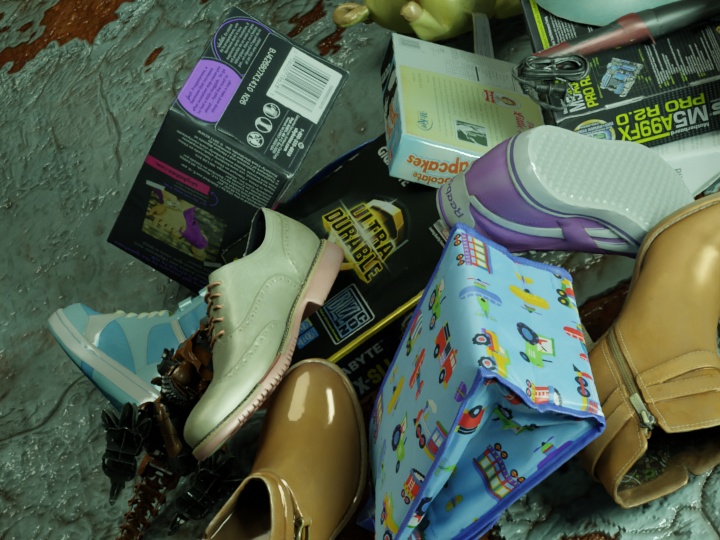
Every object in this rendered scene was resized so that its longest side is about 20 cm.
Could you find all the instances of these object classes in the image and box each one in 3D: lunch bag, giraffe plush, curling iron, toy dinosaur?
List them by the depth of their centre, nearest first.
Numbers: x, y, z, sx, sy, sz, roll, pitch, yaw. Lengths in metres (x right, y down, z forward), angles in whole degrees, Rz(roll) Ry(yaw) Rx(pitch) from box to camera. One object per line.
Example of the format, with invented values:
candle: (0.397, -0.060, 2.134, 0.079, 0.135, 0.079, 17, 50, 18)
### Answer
lunch bag: (0.052, 0.099, 1.335, 0.200, 0.094, 0.151, -54, 24, 30)
curling iron: (0.197, -0.160, 1.472, 0.200, 0.026, 0.050, -23, 58, -14)
toy dinosaur: (-0.120, 0.115, 1.476, 0.102, 0.200, 0.136, 6, 19, 3)
giraffe plush: (0.065, -0.254, 1.775, 0.162, 0.172, 0.200, 6, 85, 58)

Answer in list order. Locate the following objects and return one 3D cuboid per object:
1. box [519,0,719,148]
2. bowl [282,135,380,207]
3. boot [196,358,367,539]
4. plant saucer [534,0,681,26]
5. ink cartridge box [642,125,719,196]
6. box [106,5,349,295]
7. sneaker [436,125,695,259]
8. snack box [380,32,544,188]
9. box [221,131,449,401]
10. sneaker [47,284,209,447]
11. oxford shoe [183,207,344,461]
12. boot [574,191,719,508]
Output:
box: (0.205, -0.163, 1.527, 0.160, 0.044, 0.200, -15, 37, 5)
bowl: (0.014, -0.027, 1.605, 0.200, 0.039, 0.201, -24, 34, 18)
boot: (-0.050, 0.137, 1.305, 0.074, 0.155, 0.200, 5, 75, 13)
plant saucer: (0.215, -0.250, 1.564, 0.201, 0.039, 0.201, -11, 37, 8)
ink cartridge box: (0.241, -0.113, 1.524, 0.200, 0.050, 0.162, -7, 39, 10)
box: (-0.105, -0.086, 1.642, 0.122, 0.106, 0.200, -62, 5, -35)
sneaker: (0.133, -0.038, 1.395, 0.114, 0.200, 0.073, -28, 56, 38)
snack box: (0.077, -0.112, 1.568, 0.200, 0.116, 0.037, -92, 18, -63)
box: (0.000, 0.000, 1.506, 0.160, 0.049, 0.200, -37, 34, 2)
sneaker: (-0.148, 0.051, 1.622, 0.131, 0.080, 0.200, -44, 43, -10)
oxford shoe: (-0.080, 0.041, 1.400, 0.071, 0.074, 0.200, -44, 14, 45)
boot: (0.201, 0.047, 1.307, 0.200, 0.077, 0.155, -36, 31, 5)
